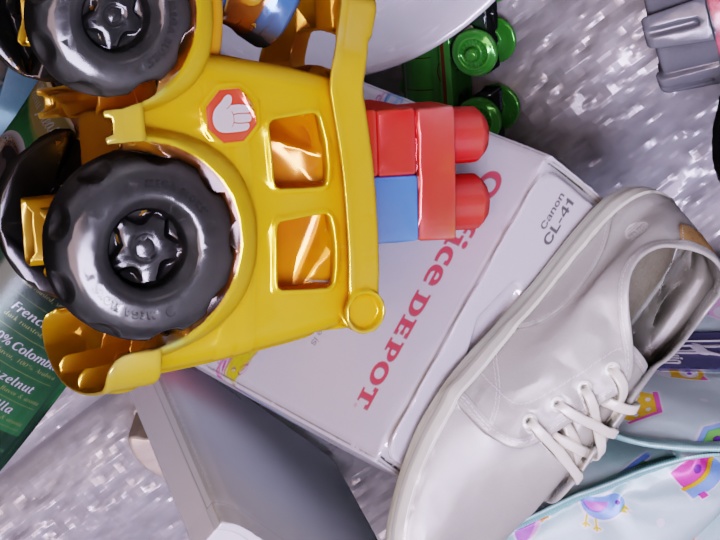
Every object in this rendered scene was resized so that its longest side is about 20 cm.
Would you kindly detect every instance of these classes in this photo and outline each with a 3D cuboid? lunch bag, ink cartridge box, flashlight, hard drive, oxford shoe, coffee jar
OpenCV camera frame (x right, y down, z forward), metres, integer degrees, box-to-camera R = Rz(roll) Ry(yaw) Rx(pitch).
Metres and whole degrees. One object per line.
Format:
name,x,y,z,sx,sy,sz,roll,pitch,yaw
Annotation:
lunch bag,0.121,0.086,1.118,0.200,0.171,0.122,-31,113,17
ink cartridge box,0.000,0.000,1.092,0.200,0.086,0.148,27,85,42
flashlight,0.223,-0.131,1.094,0.199,0.068,0.068,-11,67,11
hard drive,-0.039,0.107,1.115,0.132,0.200,0.026,37,98,-25
oxford shoe,0.080,0.053,1.006,0.058,0.075,0.200,28,76,42
coffee jar,-0.141,-0.009,1.096,0.085,0.104,0.200,34,103,-33

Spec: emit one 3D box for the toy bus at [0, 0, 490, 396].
toy bus,-0.046,-0.064,0.976,0.191,0.136,0.201,-8,100,-16

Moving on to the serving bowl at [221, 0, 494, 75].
serving bowl,-0.014,-0.183,1.052,0.199,0.066,0.201,-11,125,-16

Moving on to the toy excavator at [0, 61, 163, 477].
toy excavator,-0.137,-0.005,1.196,0.199,0.100,0.195,14,111,-2

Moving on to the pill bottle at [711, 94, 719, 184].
pill bottle,0.260,-0.041,1.062,0.200,0.112,0.112,24,112,-22

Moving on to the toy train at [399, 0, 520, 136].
toy train,0.041,-0.123,1.146,0.056,0.042,0.201,3,108,21
